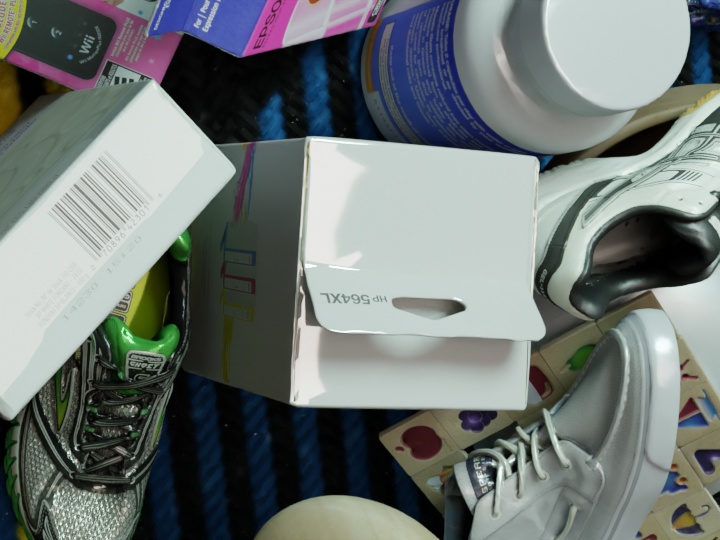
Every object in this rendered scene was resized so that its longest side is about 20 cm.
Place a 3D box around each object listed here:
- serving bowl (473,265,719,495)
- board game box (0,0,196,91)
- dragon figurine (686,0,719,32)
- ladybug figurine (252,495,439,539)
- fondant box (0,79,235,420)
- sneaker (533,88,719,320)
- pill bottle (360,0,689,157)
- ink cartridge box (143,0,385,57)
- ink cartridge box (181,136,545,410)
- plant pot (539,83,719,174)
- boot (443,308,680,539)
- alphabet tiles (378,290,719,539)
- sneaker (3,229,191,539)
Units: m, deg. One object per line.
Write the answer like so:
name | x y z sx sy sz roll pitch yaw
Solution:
serving bowl | 0.152 0.070 0.920 0.198 0.066 0.201 -2 123 -3
board game box | -0.167 -0.181 0.786 0.199 0.064 0.148 22 112 -17
dragon figurine | 0.280 -0.205 1.026 0.199 0.059 0.100 -13 97 -22
ladybug figurine | 0.017 0.192 0.734 0.072 0.135 0.201 -22 94 -61
fondant box | -0.155 -0.015 0.763 0.058 0.200 0.144 46 75 -19
sneaker | 0.173 -0.032 0.828 0.199 0.088 0.076 -27 123 -4
pill bottle | 0.085 -0.114 0.864 0.111 0.200 0.113 0 90 -22
ink cartridge box | -0.028 -0.161 0.821 0.037 0.200 0.095 35 116 17
ink cartridge box | 0.000 0.000 0.832 0.128 0.200 0.126 2 91 -24
plant pot | 0.184 -0.029 0.951 0.199 0.093 0.202 -2 123 -3
boot | 0.096 0.105 0.847 0.095 0.074 0.201 2 124 -13
alphabet tiles | 0.131 0.119 0.907 0.166 0.008 0.200 -29 120 15
sneaker | -0.132 0.059 0.840 0.077 0.085 0.202 7 90 -24
